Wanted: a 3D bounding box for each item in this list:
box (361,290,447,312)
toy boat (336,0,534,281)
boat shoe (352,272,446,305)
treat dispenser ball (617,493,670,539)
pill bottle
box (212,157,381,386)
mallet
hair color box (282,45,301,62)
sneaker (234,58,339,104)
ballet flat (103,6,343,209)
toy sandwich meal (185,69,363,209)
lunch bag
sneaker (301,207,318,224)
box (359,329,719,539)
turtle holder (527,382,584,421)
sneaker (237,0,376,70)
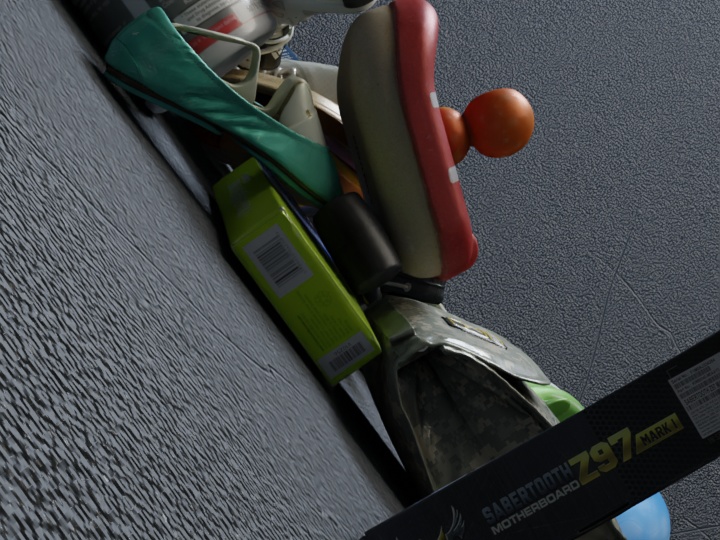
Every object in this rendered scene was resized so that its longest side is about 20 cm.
[{"bbox_3d":[0.054,0.081,1.250,0.200,0.095,0.078,55,1,-32],"label":"box"},{"bbox_3d":[0.061,-0.099,0.975,0.131,0.131,0.200,-151,-135,-80],"label":"toy boat"},{"bbox_3d":[0.000,0.000,1.149,0.076,0.060,0.200,15,-10,-33],"label":"boat shoe"},{"bbox_3d":[0.410,0.422,2.245,0.201,0.201,0.201,55,2,-3],"label":"treat dispenser ball"},{"bbox_3d":[-0.160,-0.224,0.971,0.200,0.114,0.114,55,2,-5],"label":"pill bottle"},{"bbox_3d":[-0.049,-0.009,0.955,0.122,0.048,0.200,55,1,-18],"label":"box"},{"bbox_3d":[0.008,0.007,0.993,0.066,0.041,0.200,59,-3,21],"label":"mallet"},{"bbox_3d":[-0.108,-0.176,1.281,0.200,0.060,0.100,52,-37,23],"label":"hair color box"},{"bbox_3d":[-0.088,-0.154,1.166,0.200,0.075,0.081,9,-8,24],"label":"sneaker"},{"bbox_3d":[-0.074,-0.111,0.907,0.200,0.070,0.067,31,8,-29],"label":"ballet flat"},{"bbox_3d":[-0.066,-0.092,1.109,0.205,0.070,0.205,19,-17,6],"label":"toy sandwich meal"},{"bbox_3d":[0.077,0.107,0.938,0.200,0.118,0.164,57,-1,-12],"label":"lunch bag"},{"bbox_3d":[-0.049,-0.078,1.357,0.079,0.066,0.200,80,6,-46],"label":"sneaker"},{"bbox_3d":[0.105,0.100,0.660,0.051,0.200,0.158,61,4,13],"label":"box"},{"bbox_3d":[0.110,0.152,1.170,0.185,0.141,0.132,6,14,-31],"label":"turtle holder"},{"bbox_3d":[-0.052,-0.204,1.037,0.200,0.076,0.115,25,-35,38],"label":"sneaker"}]
